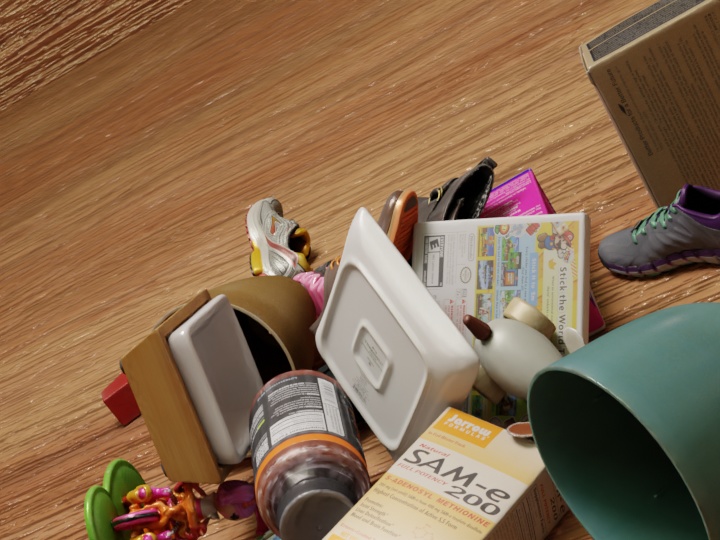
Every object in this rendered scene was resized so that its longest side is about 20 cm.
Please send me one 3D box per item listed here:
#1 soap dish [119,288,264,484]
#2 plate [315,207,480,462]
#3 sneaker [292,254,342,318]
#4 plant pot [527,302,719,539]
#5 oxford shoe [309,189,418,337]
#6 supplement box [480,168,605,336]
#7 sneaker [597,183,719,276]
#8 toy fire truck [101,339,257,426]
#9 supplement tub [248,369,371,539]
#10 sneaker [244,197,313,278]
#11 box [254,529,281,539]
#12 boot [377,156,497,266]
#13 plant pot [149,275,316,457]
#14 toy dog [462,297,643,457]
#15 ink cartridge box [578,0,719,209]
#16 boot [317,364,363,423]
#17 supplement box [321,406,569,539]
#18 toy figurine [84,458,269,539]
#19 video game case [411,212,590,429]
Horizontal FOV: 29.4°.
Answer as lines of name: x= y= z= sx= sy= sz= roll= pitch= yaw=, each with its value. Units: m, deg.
soap dish: x=-0.162 y=0.115 z=1.368 sx=0.080 sy=0.159 sz=0.200 roll=-21 pitch=7 yaw=11
plate: x=0.021 y=0.078 z=1.292 sx=0.032 sy=0.201 sz=0.200 roll=-19 pitch=57 yaw=-31
sneaker: x=-0.002 y=0.021 z=1.638 sx=0.095 sy=0.080 sz=0.199 roll=-32 pitch=25 yaw=-21
plant pot: x=0.250 y=0.119 z=1.041 sx=0.160 sy=0.203 sz=0.200 roll=-31 pitch=24 yaw=-21
oxford shoe: x=0.000 y=0.000 z=1.385 sx=0.071 sy=0.072 sz=0.202 roll=-30 pitch=-34 yaw=-60
supplement box: x=0.173 y=-0.004 z=1.427 sx=0.102 sy=0.102 sz=0.201 roll=-28 pitch=27 yaw=13
sneaker: x=0.313 y=-0.051 z=1.356 sx=0.198 sy=0.088 sz=0.075 roll=-8 pitch=36 yaw=43
toy fire truck: x=-0.227 y=0.135 z=1.728 sx=0.199 sy=0.049 sz=0.141 roll=-37 pitch=26 yaw=-4
supplement tub: x=-0.047 y=0.180 z=1.256 sx=0.106 sy=0.108 sz=0.200 roll=-31 pitch=24 yaw=6
sneaker: x=-0.103 y=-0.035 z=1.848 sx=0.081 sy=0.078 sz=0.201 roll=-26 pitch=37 yaw=8
box: x=-0.030 y=0.286 z=1.254 sx=0.136 sy=0.040 sz=0.200 roll=-33 pitch=27 yaw=3
boot: x=0.057 y=-0.026 z=1.445 sx=0.202 sy=0.069 sz=0.174 roll=-61 pitch=17 yaw=-22
plant pot: x=-0.124 y=0.086 z=1.576 sx=0.185 sy=0.188 sz=0.200 roll=-22 pitch=12 yaw=25
toy dog: x=0.156 y=0.086 z=1.192 sx=0.198 sy=0.096 sz=0.133 roll=8 pitch=71 yaw=43
ink cartridge box: x=0.339 y=-0.177 z=1.407 sx=0.163 sy=0.201 sz=0.075 roll=-26 pitch=27 yaw=14
boot: x=0.012 y=0.136 z=1.421 sx=0.161 sy=0.074 sz=0.198 roll=1 pitch=39 yaw=51
supplement box: x=0.068 y=0.219 z=1.153 sx=0.125 sy=0.074 sz=0.200 roll=18 pitch=48 yaw=39
toy figurine: x=-0.153 y=0.233 z=1.363 sx=0.182 sy=0.200 sz=0.152 roll=-18 pitch=73 yaw=8
video game case: x=0.130 y=0.050 z=1.306 sx=0.180 sy=0.023 sz=0.203 roll=-2 pitch=79 yaw=29
